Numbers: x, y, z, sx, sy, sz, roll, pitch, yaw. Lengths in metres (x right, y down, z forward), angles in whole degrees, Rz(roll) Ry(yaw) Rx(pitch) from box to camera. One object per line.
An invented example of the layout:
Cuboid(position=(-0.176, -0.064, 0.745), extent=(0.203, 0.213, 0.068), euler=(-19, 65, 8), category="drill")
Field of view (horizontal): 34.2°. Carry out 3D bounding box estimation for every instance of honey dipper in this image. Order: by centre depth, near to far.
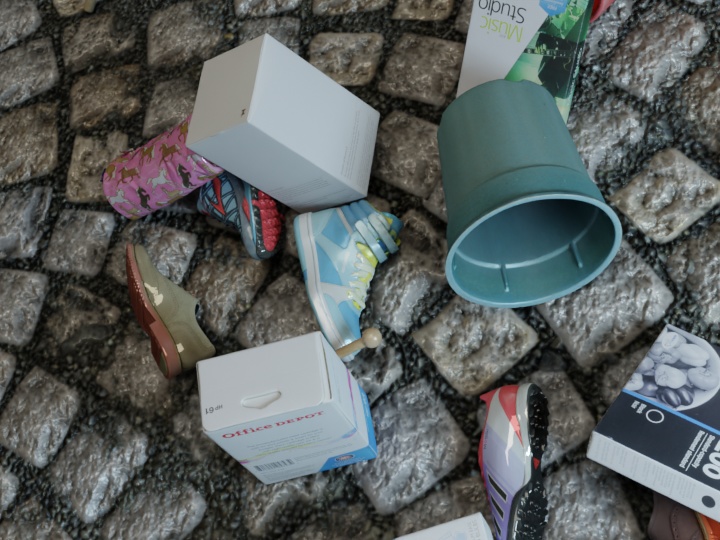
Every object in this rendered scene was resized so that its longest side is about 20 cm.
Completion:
Cuboid(position=(-0.057, 0.114, 1.344), extent=(0.198, 0.038, 0.039), euler=(-27, 60, 24), category="honey dipper")

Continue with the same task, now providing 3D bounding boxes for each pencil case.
Cuboid(position=(-0.241, -0.135, 1.475), extent=(0.198, 0.087, 0.083), euler=(-21, 25, 39), category="pencil case")

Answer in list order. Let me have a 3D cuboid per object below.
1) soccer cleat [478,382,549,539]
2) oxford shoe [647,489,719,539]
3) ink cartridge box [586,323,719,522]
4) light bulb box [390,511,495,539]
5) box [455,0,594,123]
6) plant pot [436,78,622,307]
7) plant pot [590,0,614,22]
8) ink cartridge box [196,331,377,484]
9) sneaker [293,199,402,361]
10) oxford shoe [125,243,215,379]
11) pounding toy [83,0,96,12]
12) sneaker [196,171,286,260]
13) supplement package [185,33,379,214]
Cuboid(position=(0.159, 0.222, 1.259), extent=(0.072, 0.068, 0.203), euler=(-9, 64, 32), category="soccer cleat")
Cuboid(position=(0.334, 0.281, 1.182), extent=(0.072, 0.071, 0.203), euler=(-22, 54, 25), category="oxford shoe")
Cuboid(position=(0.360, 0.160, 1.186), extent=(0.198, 0.044, 0.198), euler=(25, 45, 24), category="ink cartridge box")
Cuboid(position=(0.062, 0.376, 1.176), extent=(0.197, 0.125, 0.201), euler=(-19, 63, 6), category="light bulb box")
Cuboid(position=(0.198, -0.276, 1.411), extent=(0.143, 0.203, 0.036), euler=(21, 28, 24), category="box")
Cuboid(position=(0.175, -0.097, 1.329), extent=(0.197, 0.201, 0.199), euler=(-16, 55, 8), category="plant pot")
Cuboid(position=(0.295, -0.436, 1.449), extent=(0.176, 0.201, 0.200), euler=(-37, 61, -15), category="plant pot")
Cuboid(position=(-0.076, 0.153, 1.273), extent=(0.142, 0.200, 0.086), euler=(-15, 63, 9), category="ink cartridge box")
Cuboid(position=(0.000, 0.000, 1.391), extent=(0.129, 0.080, 0.203), euler=(-20, 63, 8), category="sneaker")
Cuboid(position=(-0.241, 0.044, 1.458), extent=(0.073, 0.071, 0.202), euler=(-16, 59, -20), category="oxford shoe")
Cuboid(position=(-0.342, -0.509, 1.675), extent=(0.197, 0.185, 0.144), euler=(-16, 51, 8), category="pounding toy")
Cuboid(position=(-0.159, -0.085, 1.488), extent=(0.095, 0.079, 0.202), euler=(-31, 55, 17), category="sneaker")
Cuboid(position=(-0.090, -0.171, 1.407), extent=(0.120, 0.199, 0.122), euler=(-12, 60, 42), category="supplement package")
